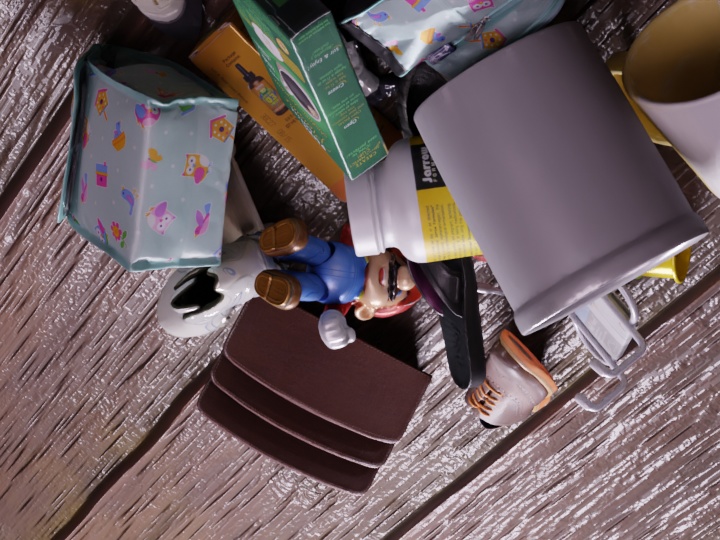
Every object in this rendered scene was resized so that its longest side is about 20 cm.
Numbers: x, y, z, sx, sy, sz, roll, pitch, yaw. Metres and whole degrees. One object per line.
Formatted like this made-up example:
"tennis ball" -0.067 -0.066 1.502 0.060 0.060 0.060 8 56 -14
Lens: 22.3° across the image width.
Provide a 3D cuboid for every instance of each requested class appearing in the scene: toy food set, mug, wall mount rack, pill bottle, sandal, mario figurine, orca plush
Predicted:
"toy food set" -0.143 -0.071 1.792 0.143 0.060 0.200 4 129 35
"mug" 0.307 -0.141 1.496 0.149 0.187 0.153 -36 123 4
"wall mount rack" 0.184 0.039 1.683 0.174 0.075 0.200 50 167 15
"pill bottle" 0.089 -0.068 1.605 0.199 0.113 0.113 -9 128 2
"sandal" 0.076 0.013 1.696 0.075 0.048 0.201 169 91 -72
"mario figurine" 0.000 0.000 1.708 0.106 0.200 0.124 48 116 33
"orca plush" -0.023 -0.228 1.590 0.105 0.071 0.200 -16 141 41

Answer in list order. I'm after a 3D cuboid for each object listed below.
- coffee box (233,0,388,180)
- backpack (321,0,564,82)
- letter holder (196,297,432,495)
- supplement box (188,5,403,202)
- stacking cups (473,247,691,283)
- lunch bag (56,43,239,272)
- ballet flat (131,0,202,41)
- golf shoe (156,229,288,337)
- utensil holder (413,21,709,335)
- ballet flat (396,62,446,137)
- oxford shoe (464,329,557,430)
"coffee box" -0.046 -0.174 1.505 0.123 0.044 0.200 49 171 34
"backpack" 0.086 -0.258 1.442 0.153 0.176 0.200 31 138 -22
"letter holder" -0.052 0.127 1.833 0.200 0.142 0.101 28 169 -1
"supplement box" -0.057 -0.158 1.665 0.200 0.069 0.067 42 131 -16
"stacking cups" 0.202 -0.026 1.679 0.200 0.061 0.061 6 131 26
"lunch bag" -0.211 -0.109 1.685 0.200 0.122 0.171 32 119 47
"ballet flat" -0.186 -0.278 1.616 0.073 0.073 0.200 9 131 17
"golf shoe" -0.158 0.019 1.755 0.200 0.097 0.078 -33 81 48
"utensil holder" 0.156 -0.075 1.462 0.170 0.170 0.200 -34 83 40
"ballet flat" 0.062 -0.155 1.610 0.066 0.057 0.200 -2 138 5
"oxford shoe" 0.140 0.114 1.742 0.071 0.073 0.200 49 173 19
